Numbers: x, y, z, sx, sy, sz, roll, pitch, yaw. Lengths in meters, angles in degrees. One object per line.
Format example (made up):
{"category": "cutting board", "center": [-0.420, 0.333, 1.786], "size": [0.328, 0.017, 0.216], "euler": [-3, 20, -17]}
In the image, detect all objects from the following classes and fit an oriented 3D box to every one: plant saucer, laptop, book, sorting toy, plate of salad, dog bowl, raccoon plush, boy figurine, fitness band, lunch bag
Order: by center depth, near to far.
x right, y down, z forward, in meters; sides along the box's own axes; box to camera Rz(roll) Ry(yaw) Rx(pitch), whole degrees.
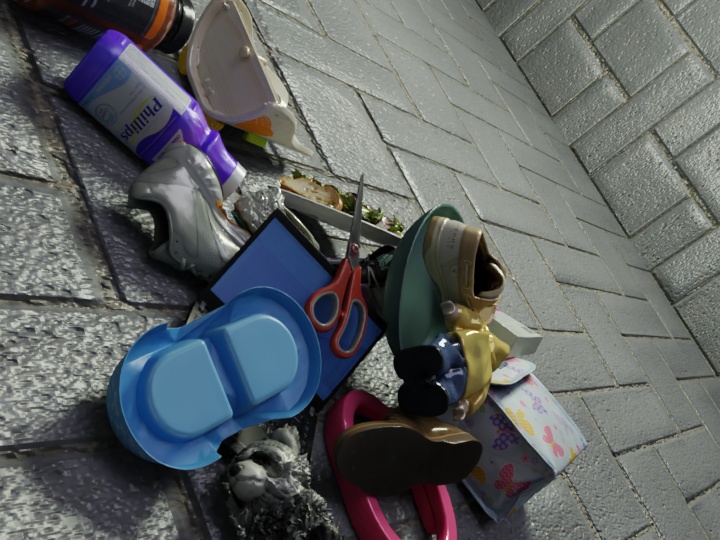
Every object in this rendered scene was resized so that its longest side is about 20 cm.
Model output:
{"category": "dog bowl", "center": [-0.119, 0.088, 0.695], "size": [0.198, 0.049, 0.113], "euler": [-23, 91, -45]}
{"category": "raccoon plush", "center": [-0.051, 0.228, 0.700], "size": [0.135, 0.095, 0.202], "euler": [-113, -177, -52]}
{"category": "laptop", "center": [-0.069, 0.078, 0.787], "size": [0.177, 0.103, 0.201], "euler": [46, 24, -20]}
{"category": "fitness band", "center": [0.032, 0.215, 0.873], "size": [0.143, 0.037, 0.202], "euler": [20, 40, -49]}
{"category": "boy figurine", "center": [0.106, 0.093, 0.916], "size": [0.199, 0.063, 0.127], "euler": [-16, 97, -61]}
{"category": "plant saucer", "center": [0.071, 0.025, 0.950], "size": [0.199, 0.035, 0.204], "euler": [-26, 120, -58]}
{"category": "plate of salad", "center": [-0.019, -0.075, 1.035], "size": [0.197, 0.049, 0.200], "euler": [21, 1, 0]}
{"category": "lunch bag", "center": [0.170, 0.180, 1.054], "size": [0.201, 0.127, 0.169], "euler": [51, 23, 18]}
{"category": "sorting toy", "center": [-0.129, -0.221, 1.097], "size": [0.179, 0.106, 0.202], "euler": [26, 35, -56]}
{"category": "book", "center": [0.147, 0.050, 1.168], "size": [0.199, 0.049, 0.133], "euler": [33, 11, 26]}

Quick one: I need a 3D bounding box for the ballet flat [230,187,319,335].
{"category": "ballet flat", "center": [-0.063, 0.004, 0.881], "size": [0.202, 0.071, 0.072], "euler": [63, 22, -17]}

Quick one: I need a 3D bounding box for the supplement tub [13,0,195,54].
{"category": "supplement tub", "center": [-0.277, -0.305, 0.932], "size": [0.199, 0.106, 0.108], "euler": [15, 44, -53]}

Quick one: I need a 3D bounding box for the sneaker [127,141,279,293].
{"category": "sneaker", "center": [-0.157, -0.017, 0.830], "size": [0.092, 0.075, 0.202], "euler": [-42, 108, -34]}

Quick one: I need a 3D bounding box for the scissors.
{"category": "scissors", "center": [-0.005, -0.006, 0.863], "size": [0.073, 0.014, 0.202], "euler": [38, 52, -24]}

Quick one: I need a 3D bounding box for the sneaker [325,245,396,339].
{"category": "sneaker", "center": [0.000, 0.000, 0.969], "size": [0.199, 0.139, 0.079], "euler": [27, 35, -44]}

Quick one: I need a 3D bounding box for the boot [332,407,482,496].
{"category": "boot", "center": [0.034, 0.173, 0.846], "size": [0.198, 0.075, 0.075], "euler": [14, 17, -46]}

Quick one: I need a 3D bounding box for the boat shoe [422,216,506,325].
{"category": "boat shoe", "center": [0.127, 0.013, 0.940], "size": [0.200, 0.068, 0.075], "euler": [52, 53, -55]}

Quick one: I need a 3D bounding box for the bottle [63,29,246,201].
{"category": "bottle", "center": [-0.207, -0.152, 0.882], "size": [0.200, 0.083, 0.066], "euler": [43, 26, -22]}
